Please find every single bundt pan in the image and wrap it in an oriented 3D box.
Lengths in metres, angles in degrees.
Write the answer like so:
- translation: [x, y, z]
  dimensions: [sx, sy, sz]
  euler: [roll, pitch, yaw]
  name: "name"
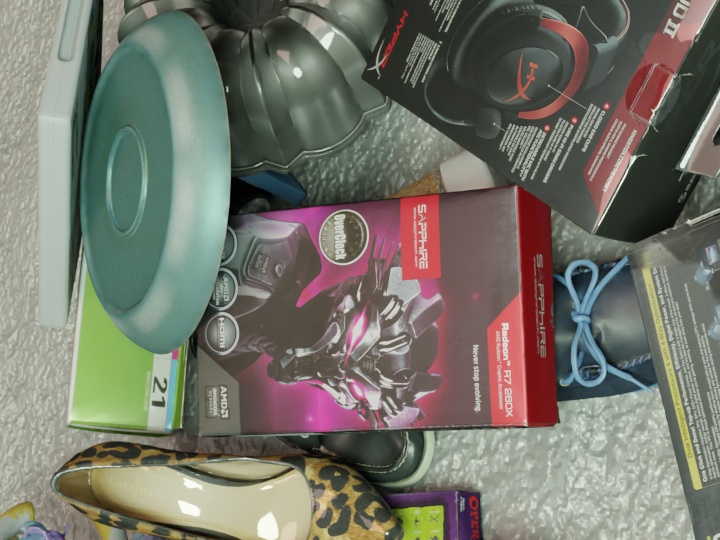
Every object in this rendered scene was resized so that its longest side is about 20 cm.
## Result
- translation: [-0.067, -0.164, 0.948]
  dimensions: [0.200, 0.076, 0.203]
  euler: [-5, 62, 10]
  name: "bundt pan"

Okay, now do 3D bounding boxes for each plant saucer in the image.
- translation: [-0.127, -0.052, 0.863]
  dimensions: [0.200, 0.027, 0.202]
  euler: [-5, 84, 60]
  name: "plant saucer"

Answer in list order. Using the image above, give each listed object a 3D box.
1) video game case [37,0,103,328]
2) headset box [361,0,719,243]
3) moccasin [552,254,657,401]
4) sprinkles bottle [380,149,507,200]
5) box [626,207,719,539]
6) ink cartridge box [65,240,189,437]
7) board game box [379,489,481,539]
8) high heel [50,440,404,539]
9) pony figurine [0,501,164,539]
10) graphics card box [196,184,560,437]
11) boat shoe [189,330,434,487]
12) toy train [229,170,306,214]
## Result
- translation: [-0.189, -0.094, 0.963]
  dimensions: [0.201, 0.022, 0.183]
  euler: [104, 169, -50]
  name: "video game case"
- translation: [0.114, -0.115, 0.757]
  dimensions: [0.200, 0.075, 0.149]
  euler: [38, 109, 36]
  name: "headset box"
- translation: [0.112, 0.041, 0.813]
  dimensions: [0.199, 0.068, 0.081]
  euler: [-26, 64, 33]
  name: "moccasin"
- translation: [0.000, 0.000, 0.881]
  dimensions: [0.199, 0.068, 0.069]
  euler: [-27, 62, 12]
  name: "sprinkles bottle"
- translation: [0.210, 0.057, 0.627]
  dimensions: [0.161, 0.049, 0.202]
  euler: [-25, 66, 35]
  name: "box"
- translation: [-0.152, 0.031, 0.974]
  dimensions: [0.200, 0.075, 0.149]
  euler: [145, 131, -77]
  name: "ink cartridge box"
- translation: [-0.010, 0.202, 0.914]
  dimensions: [0.199, 0.032, 0.121]
  euler: [-11, 70, 40]
  name: "board game box"
- translation: [-0.083, 0.142, 0.877]
  dimensions: [0.199, 0.142, 0.072]
  euler: [7, 90, 44]
  name: "high heel"
- translation: [-0.166, 0.224, 0.942]
  dimensions: [0.200, 0.192, 0.168]
  euler: [-111, 38, -71]
  name: "pony figurine"
- translation: [0.005, 0.026, 0.802]
  dimensions: [0.199, 0.051, 0.127]
  euler: [-4, 84, 26]
  name: "graphics card box"
- translation: [-0.039, 0.076, 0.940]
  dimensions: [0.199, 0.066, 0.075]
  euler: [37, 104, 40]
  name: "boat shoe"
- translation: [-0.103, -0.117, 1.029]
  dimensions: [0.114, 0.086, 0.200]
  euler: [-49, 53, 15]
  name: "toy train"
